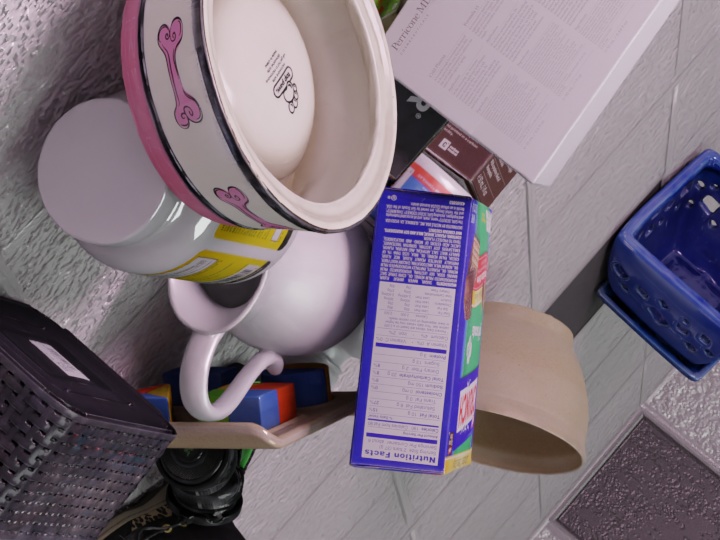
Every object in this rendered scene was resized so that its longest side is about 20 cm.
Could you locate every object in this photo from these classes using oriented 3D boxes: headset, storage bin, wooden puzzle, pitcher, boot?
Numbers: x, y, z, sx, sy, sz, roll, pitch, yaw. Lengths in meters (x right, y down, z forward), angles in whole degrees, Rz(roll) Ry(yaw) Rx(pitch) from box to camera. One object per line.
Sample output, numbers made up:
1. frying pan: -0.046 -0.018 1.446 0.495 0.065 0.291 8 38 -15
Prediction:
1. headset: -0.120 0.173 1.858 0.201 0.093 0.124 -58 160 -28
2. storage bin: -0.213 0.088 1.377 0.094 0.135 0.200 -52 163 4
3. wooden puzzle: -0.103 0.100 1.696 0.200 0.184 0.047 -10 96 -63
4. pitcher: -0.070 0.023 1.615 0.200 0.120 0.173 11 90 -67
5. boot: -0.154 0.267 1.880 0.200 0.150 0.073 -33 156 -46

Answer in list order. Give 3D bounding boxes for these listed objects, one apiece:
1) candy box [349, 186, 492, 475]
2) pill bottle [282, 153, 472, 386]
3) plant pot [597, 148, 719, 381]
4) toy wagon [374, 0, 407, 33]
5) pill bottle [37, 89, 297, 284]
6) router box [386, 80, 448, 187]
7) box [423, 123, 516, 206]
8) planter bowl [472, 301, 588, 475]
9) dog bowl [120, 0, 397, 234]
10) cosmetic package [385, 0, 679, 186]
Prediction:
1. candy box: 0.048 0.046 1.659 0.169 0.076 0.202 10 87 -81
2. pill bottle: 0.000 0.000 1.800 0.200 0.112 0.112 -50 163 -2
3. plant pot: 0.419 0.005 2.786 0.200 0.200 0.180 -42 168 -29
4. toy wagon: 0.036 -0.212 1.578 0.200 0.039 0.156 -37 158 -43
5. pill bottle: -0.117 -0.052 1.383 0.113 0.112 0.200 -54 164 8
6. router box: 0.060 -0.143 1.685 0.200 0.052 0.157 -49 -179 -11
7. box: 0.135 -0.156 1.902 0.200 0.075 0.100 -52 163 -4
8. planter bowl: 0.150 0.116 2.347 0.200 0.199 0.136 81 23 -68
9. dog bowl: -0.061 -0.114 1.302 0.073 0.202 0.200 -13 -176 30
10. cosmetic package: 0.123 -0.182 1.539 0.201 0.151 0.052 -55 165 12
